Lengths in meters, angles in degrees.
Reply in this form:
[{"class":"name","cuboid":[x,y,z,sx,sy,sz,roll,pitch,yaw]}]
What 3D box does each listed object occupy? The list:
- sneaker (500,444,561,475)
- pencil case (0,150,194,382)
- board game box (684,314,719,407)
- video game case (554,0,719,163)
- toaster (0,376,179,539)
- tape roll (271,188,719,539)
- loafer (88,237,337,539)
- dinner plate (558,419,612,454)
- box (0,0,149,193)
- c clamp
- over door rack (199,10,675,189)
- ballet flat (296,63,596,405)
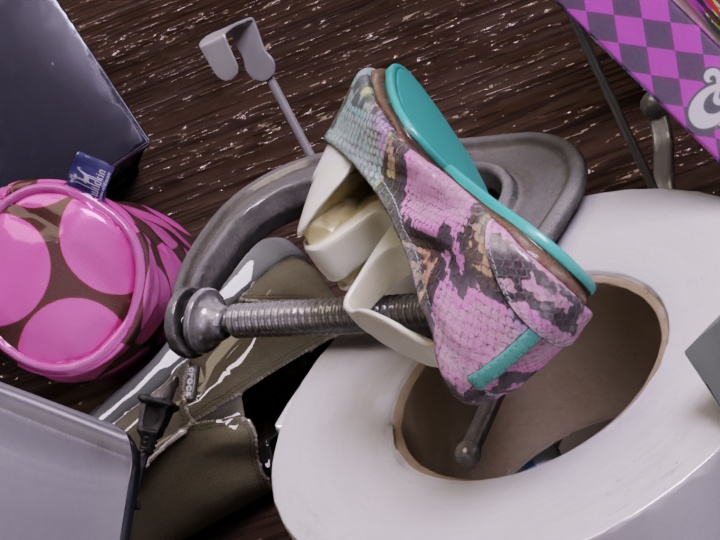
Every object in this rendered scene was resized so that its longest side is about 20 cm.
[{"class":"sneaker","cuboid":[0.052,0.103,0.945,0.072,0.072,0.200,-8,26,-27]},{"class":"pencil case","cuboid":[-0.121,0.001,1.119,0.091,0.093,0.200,-58,-6,-1]},{"class":"board game box","cuboid":[0.224,0.040,0.781,0.199,0.148,0.064,-23,-16,-26]},{"class":"video game case","cuboid":[0.151,-0.069,0.941,0.036,0.200,0.181,-45,1,18]},{"class":"toaster","cuboid":[-0.186,0.130,0.989,0.180,0.118,0.201,-10,63,39]},{"class":"tape roll","cuboid":[0.071,0.060,0.869,0.201,0.071,0.203,-22,31,14]},{"class":"loafer","cuboid":[-0.072,0.077,1.077,0.069,0.075,0.200,33,78,23]},{"class":"dinner plate","cuboid":[0.162,0.059,0.972,0.199,0.024,0.201,-20,35,14]},{"class":"box","cuboid":[-0.217,-0.044,1.257,0.200,0.104,0.182,-35,1,-7]},{"class":"c clamp","cuboid":[0.000,0.000,0.924,0.199,0.027,0.171,1,42,40]},{"class":"over door rack","cuboid":[0.050,-0.054,1.037,0.147,0.200,0.067,-21,28,23]},{"class":"ballet flat","cuboid":[0.019,-0.013,0.855,0.071,0.069,0.200,-43,28,5]}]
